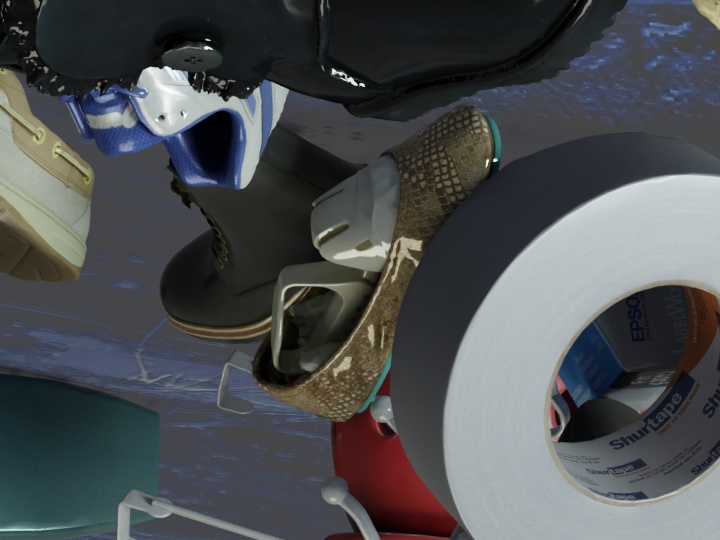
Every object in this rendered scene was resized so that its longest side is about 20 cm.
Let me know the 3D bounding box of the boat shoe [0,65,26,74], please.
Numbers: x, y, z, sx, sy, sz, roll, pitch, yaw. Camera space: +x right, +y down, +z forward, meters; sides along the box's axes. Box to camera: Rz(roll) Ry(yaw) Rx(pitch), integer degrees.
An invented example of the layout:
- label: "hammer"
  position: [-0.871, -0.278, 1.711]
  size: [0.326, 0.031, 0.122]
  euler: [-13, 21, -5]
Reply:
- label: "boat shoe"
  position: [-0.209, -0.113, 0.905]
  size: [0.199, 0.057, 0.069]
  euler: [6, 167, 10]

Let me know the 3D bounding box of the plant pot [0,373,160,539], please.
- label: "plant pot"
  position: [-0.275, 0.165, 1.983]
  size: [0.199, 0.142, 0.141]
  euler: [5, 169, -17]

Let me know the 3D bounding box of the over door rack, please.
- label: "over door rack"
  position: [-0.011, 0.089, 1.176]
  size: [0.199, 0.067, 0.148]
  euler: [5, -149, 22]

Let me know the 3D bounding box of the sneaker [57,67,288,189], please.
- label: "sneaker"
  position: [-0.086, -0.090, 0.857]
  size: [0.075, 0.089, 0.200]
  euler: [1, 164, 35]

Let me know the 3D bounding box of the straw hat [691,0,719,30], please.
- label: "straw hat"
  position: [0.173, -0.109, 0.611]
  size: [0.200, 0.085, 0.201]
  euler: [17, 160, 7]

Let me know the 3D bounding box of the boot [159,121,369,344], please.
- label: "boot"
  position: [-0.066, -0.030, 1.168]
  size: [0.138, 0.078, 0.200]
  euler: [24, 147, -38]

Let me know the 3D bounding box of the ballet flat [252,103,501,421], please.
- label: "ballet flat"
  position: [0.000, 0.000, 1.076]
  size: [0.065, 0.071, 0.200]
  euler: [8, 133, -21]

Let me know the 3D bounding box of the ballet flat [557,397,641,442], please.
- label: "ballet flat"
  position: [0.097, 0.139, 1.117]
  size: [0.067, 0.200, 0.046]
  euler: [23, 132, 2]

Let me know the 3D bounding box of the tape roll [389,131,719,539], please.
- label: "tape roll"
  position: [0.115, 0.042, 1.035]
  size: [0.199, 0.201, 0.066]
  euler: [15, -167, -27]

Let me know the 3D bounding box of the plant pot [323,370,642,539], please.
- label: "plant pot"
  position: [0.077, 0.116, 1.443]
  size: [0.199, 0.183, 0.200]
  euler: [6, 166, 1]

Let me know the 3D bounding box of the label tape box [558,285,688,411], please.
- label: "label tape box"
  position: [0.152, 0.032, 1.183]
  size: [0.199, 0.066, 0.143]
  euler: [-8, 168, -4]

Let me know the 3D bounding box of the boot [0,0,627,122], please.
- label: "boot"
  position: [-0.025, -0.099, 0.738]
  size: [0.167, 0.077, 0.200]
  euler: [5, 167, -26]

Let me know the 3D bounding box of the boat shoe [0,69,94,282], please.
- label: "boat shoe"
  position: [-0.185, -0.066, 1.073]
  size: [0.074, 0.067, 0.200]
  euler: [3, 153, 25]
